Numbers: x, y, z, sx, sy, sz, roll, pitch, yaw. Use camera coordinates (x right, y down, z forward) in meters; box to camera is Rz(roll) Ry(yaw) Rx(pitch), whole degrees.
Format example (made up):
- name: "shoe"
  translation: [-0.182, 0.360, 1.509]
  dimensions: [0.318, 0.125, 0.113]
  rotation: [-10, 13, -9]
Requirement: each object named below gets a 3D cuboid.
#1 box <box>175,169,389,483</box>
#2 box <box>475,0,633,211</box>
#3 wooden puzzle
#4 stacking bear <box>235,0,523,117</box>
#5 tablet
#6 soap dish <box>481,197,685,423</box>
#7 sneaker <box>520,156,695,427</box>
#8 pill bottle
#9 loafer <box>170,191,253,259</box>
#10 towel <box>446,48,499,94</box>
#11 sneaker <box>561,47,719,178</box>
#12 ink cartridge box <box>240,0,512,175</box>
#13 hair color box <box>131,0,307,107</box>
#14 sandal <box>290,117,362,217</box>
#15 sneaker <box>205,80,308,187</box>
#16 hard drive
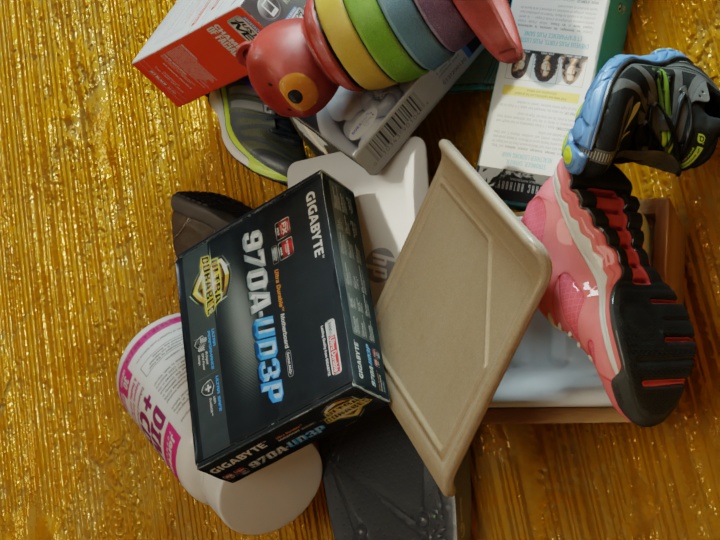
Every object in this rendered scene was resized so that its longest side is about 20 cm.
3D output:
- name: "box"
  translation: [-0.065, 0.044, 1.273]
  dimensions: [0.159, 0.046, 0.200]
  rotation: [-29, 52, 27]
- name: "box"
  translation: [0.150, -0.143, 1.255]
  dimensions: [0.082, 0.049, 0.200]
  rotation: [11, 88, 30]
- name: "wooden puzzle"
  translation: [0.068, 0.031, 1.168]
  dimensions: [0.185, 0.037, 0.200]
  rotation: [56, 132, 56]
- name: "stacking bear"
  translation: [0.004, -0.182, 1.243]
  dimensions: [0.200, 0.121, 0.114]
  rotation: [-26, 39, 17]
- name: "tablet"
  translation: [0.000, 0.000, 1.304]
  dimensions: [0.130, 0.014, 0.200]
  rotation: [-10, 76, 29]
- name: "soap dish"
  translation: [0.146, 0.035, 1.205]
  dimensions: [0.200, 0.081, 0.158]
  rotation: [-5, 77, 41]
- name: "sneaker"
  translation: [0.160, 0.021, 1.107]
  dimensions: [0.087, 0.074, 0.200]
  rotation: [-42, 51, 44]
- name: "pill bottle"
  translation: [-0.119, 0.128, 1.383]
  dimensions: [0.200, 0.113, 0.114]
  rotation: [42, 109, 49]
- name: "loafer"
  translation: [-0.093, -0.012, 1.427]
  dimensions: [0.200, 0.073, 0.071]
  rotation: [26, 111, 45]
- name: "towel"
  translation: [0.077, -0.218, 1.368]
  dimensions: [0.200, 0.022, 0.147]
  rotation: [4, 83, 42]
- name: "sneaker"
  translation: [0.201, -0.103, 1.117]
  dimensions: [0.083, 0.200, 0.071]
  rotation: [37, 122, 20]
- name: "ink cartridge box"
  translation: [0.006, -0.201, 1.347]
  dimensions: [0.198, 0.043, 0.200]
  rotation: [-50, 50, -3]
- name: "hair color box"
  translation: [-0.103, -0.217, 1.394]
  dimensions: [0.200, 0.064, 0.111]
  rotation: [-14, 39, 57]
- name: "sandal"
  translation: [-0.006, -0.102, 1.381]
  dimensions: [0.055, 0.082, 0.200]
  rotation: [-38, 55, 9]
- name: "sneaker"
  translation: [-0.083, -0.147, 1.456]
  dimensions: [0.081, 0.074, 0.200]
  rotation: [-49, 49, 22]
- name: "hard drive"
  translation: [0.026, 0.129, 1.310]
  dimensions: [0.135, 0.042, 0.200]
  rotation: [-19, 73, 39]
